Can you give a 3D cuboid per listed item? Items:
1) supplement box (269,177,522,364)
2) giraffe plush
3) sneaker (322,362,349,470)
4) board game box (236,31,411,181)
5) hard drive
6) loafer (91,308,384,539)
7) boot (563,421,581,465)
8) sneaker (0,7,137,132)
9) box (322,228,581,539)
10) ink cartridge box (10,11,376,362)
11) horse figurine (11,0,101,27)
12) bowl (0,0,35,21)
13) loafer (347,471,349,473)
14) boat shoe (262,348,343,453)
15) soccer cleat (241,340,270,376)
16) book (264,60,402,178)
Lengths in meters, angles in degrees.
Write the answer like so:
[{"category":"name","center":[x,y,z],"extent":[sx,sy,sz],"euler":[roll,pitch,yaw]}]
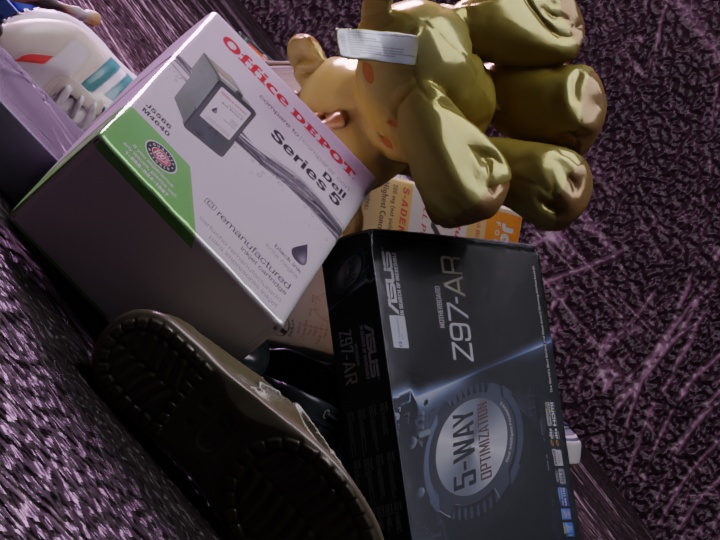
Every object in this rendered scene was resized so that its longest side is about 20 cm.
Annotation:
[{"category":"supplement box","center":[0.000,0.000,1.807],"extent":[0.199,0.127,0.073],"euler":[13,-6,-32]},{"category":"giraffe plush","center":[0.030,-0.094,1.692],"extent":[0.199,0.173,0.162],"euler":[20,-24,-26]},{"category":"sneaker","center":[0.025,0.137,1.810],"extent":[0.200,0.073,0.082],"euler":[34,5,8]},{"category":"board game box","center":[-0.062,-0.087,1.906],"extent":[0.200,0.104,0.024],"euler":[40,42,-41]},{"category":"hard drive","center":[-0.193,-0.074,1.625],"extent":[0.200,0.042,0.135],"euler":[47,7,-28]},{"category":"loafer","center":[-0.059,0.092,1.466],"extent":[0.200,0.076,0.067],"euler":[50,12,-9]},{"category":"boot","center":[0.074,0.077,1.761],"extent":[0.200,0.073,0.091],"euler":[10,81,-50]},{"category":"sneaker","center":[-0.166,-0.095,1.771],"extent":[0.200,0.070,0.093],"euler":[36,14,-52]},{"category":"box","center":[0.056,0.080,1.666],"extent":[0.160,0.043,0.201],"euler":[6,72,-47]},{"category":"ink cartridge box","center":[-0.090,-0.041,1.567],"extent":[0.146,0.084,0.200],"euler":[46,29,-8]},{"category":"horse figurine","center":[-0.247,-0.191,1.668],"extent":[0.200,0.050,0.132],"euler":[17,-2,44]},{"category":"bowl","center":[-0.240,-0.174,1.874],"extent":[0.201,0.039,0.201],"euler":[49,5,-5]},{"category":"loafer","center":[0.054,0.180,1.746],"extent":[0.200,0.067,0.076],"euler":[47,7,-37]},{"category":"boat shoe","center":[-0.039,0.080,1.681],"extent":[0.074,0.062,0.200],"euler":[23,9,-1]},{"category":"soccer cleat","center":[-0.090,0.008,1.664],"extent":[0.067,0.081,0.200],"euler":[15,16,-16]},{"category":"book","center":[-0.039,-0.069,1.860],"extent":[0.200,0.133,0.048],"euler":[82,7,-61]}]
